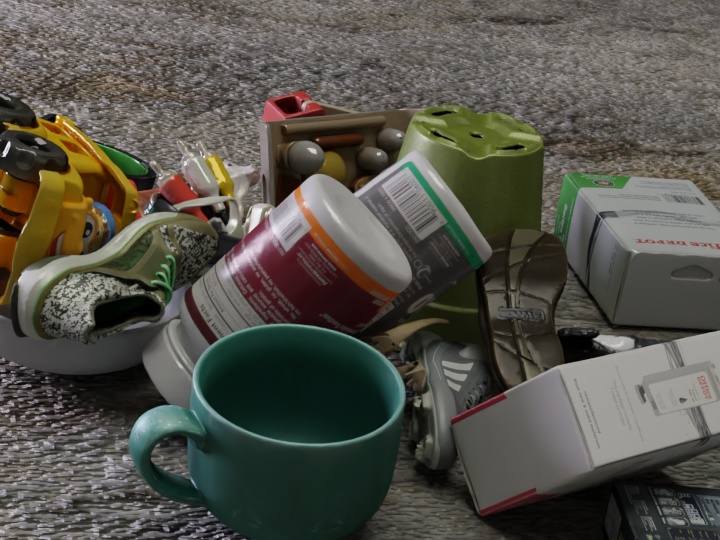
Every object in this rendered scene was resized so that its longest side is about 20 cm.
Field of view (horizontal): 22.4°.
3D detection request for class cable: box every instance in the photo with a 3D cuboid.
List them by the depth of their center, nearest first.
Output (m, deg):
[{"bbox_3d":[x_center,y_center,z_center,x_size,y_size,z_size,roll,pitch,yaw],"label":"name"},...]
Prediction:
[{"bbox_3d":[-0.117,-0.032,1.642,0.200,0.050,0.097,46,43,13],"label":"cable"}]

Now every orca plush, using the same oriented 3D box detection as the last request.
[{"bbox_3d":[0.213,0.099,1.582,0.199,0.071,0.105,6,-21,-17],"label":"orca plush"}]

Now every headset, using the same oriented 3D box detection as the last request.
[{"bbox_3d":[-0.304,-0.100,1.821,0.200,0.094,0.123,13,15,-32],"label":"headset"}]

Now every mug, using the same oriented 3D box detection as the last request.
[{"bbox_3d":[-0.065,0.124,1.320,0.185,0.115,0.152,10,32,4],"label":"mug"}]

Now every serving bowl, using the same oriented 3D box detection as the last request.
[{"bbox_3d":[-0.243,0.035,1.522,0.200,0.066,0.200,8,24,-4],"label":"serving bowl"}]

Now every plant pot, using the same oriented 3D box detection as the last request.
[{"bbox_3d":[0.093,-0.043,1.665,0.199,0.190,0.200,8,24,-4],"label":"plant pot"}]

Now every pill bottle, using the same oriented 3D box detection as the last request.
[{"bbox_3d":[-0.067,0.031,1.414,0.114,0.200,0.114,45,14,-14],"label":"pill bottle"},{"bbox_3d":[0.000,0.000,1.521,0.200,0.113,0.113,-36,30,3],"label":"pill bottle"}]

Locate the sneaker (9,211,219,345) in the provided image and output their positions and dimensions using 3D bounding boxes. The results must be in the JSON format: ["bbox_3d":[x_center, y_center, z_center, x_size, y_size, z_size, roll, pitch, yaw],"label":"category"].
[{"bbox_3d":[-0.173,0.018,1.423,0.089,0.077,0.200,27,38,32],"label":"sneaker"}]

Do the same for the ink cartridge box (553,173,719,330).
[{"bbox_3d":[0.293,-0.020,1.817,0.146,0.083,0.200,4,24,-13],"label":"ink cartridge box"}]

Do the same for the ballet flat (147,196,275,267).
[{"bbox_3d":[-0.103,-0.028,1.569,0.200,0.073,0.073,9,19,-38],"label":"ballet flat"}]

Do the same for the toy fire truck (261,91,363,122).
[{"bbox_3d":[-0.005,-0.107,1.829,0.200,0.141,0.049,-4,28,-28],"label":"toy fire truck"}]

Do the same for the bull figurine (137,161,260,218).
[{"bbox_3d":[-0.163,-0.048,1.733,0.200,0.065,0.121,-18,42,-38],"label":"bull figurine"}]

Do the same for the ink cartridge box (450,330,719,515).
[{"bbox_3d":[0.194,0.116,1.395,0.200,0.146,0.083,-9,75,-36],"label":"ink cartridge box"}]

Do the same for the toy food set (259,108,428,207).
[{"bbox_3d":[-0.009,-0.077,1.746,0.200,0.144,0.060,-8,10,-34],"label":"toy food set"}]

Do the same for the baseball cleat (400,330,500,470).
[{"bbox_3d":[0.086,0.102,1.491,0.106,0.070,0.200,6,25,-7],"label":"baseball cleat"}]

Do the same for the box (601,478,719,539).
[{"bbox_3d":[0.270,0.225,1.307,0.157,0.051,0.200,6,24,-8],"label":"box"}]

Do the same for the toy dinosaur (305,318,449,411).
[{"bbox_3d":[0.005,0.070,1.444,0.200,0.058,0.101,-32,17,-23],"label":"toy dinosaur"}]

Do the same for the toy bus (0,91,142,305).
[{"bbox_3d":[-0.252,-0.053,1.504,0.192,0.136,0.200,10,20,-39],"label":"toy bus"}]

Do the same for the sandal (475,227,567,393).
[{"bbox_3d":[0.136,0.042,1.535,0.081,0.055,0.200,5,47,-8],"label":"sandal"}]
